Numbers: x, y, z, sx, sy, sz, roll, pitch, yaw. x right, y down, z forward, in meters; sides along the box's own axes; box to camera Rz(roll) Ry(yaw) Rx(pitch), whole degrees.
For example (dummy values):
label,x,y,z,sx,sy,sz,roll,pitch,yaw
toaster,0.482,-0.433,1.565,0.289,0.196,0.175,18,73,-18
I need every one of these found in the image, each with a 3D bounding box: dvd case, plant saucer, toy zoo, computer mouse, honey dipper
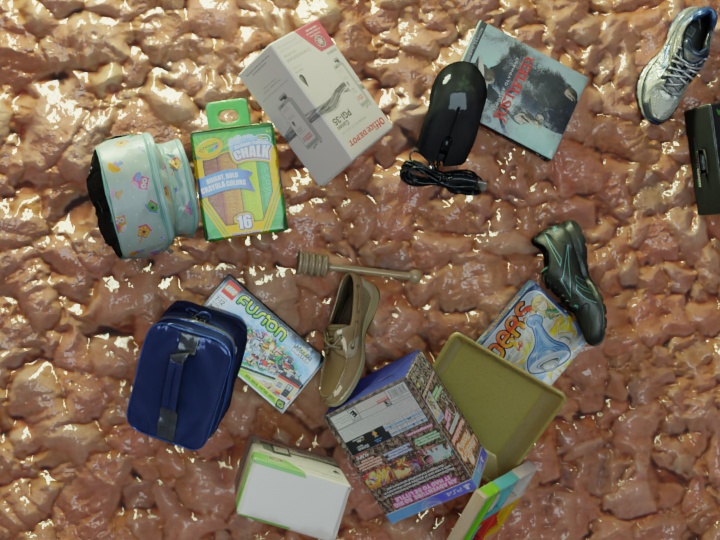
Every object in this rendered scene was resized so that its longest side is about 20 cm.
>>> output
label,x,y,z,sx,sy,sz,roll,pitch,yaw
dvd case,0.244,-0.282,1.505,0.198,0.022,0.148,26,89,-6
plant saucer,0.183,0.206,1.468,0.198,0.049,0.201,30,117,-1
toy zoo,0.203,0.362,1.457,0.020,0.199,0.132,38,116,27
computer mouse,0.144,-0.219,1.463,0.136,0.053,0.203,11,100,-4
honey dipper,0.000,0.000,1.477,0.197,0.038,0.039,7,92,-9

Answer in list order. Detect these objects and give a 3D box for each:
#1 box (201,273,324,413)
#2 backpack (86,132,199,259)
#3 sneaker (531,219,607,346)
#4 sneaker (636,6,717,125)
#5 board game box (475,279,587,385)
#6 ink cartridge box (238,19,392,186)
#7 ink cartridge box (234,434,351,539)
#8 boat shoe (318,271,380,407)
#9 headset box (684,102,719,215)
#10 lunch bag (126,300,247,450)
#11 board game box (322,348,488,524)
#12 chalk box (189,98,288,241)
label,x,y,z,sx,sy,sz,roll,pitch,yaw
box,-0.161,0.111,1.460,0.200,0.035,0.110,41,87,-7
backpack,-0.307,-0.106,1.347,0.151,0.200,0.179,-11,93,-7
sneaker,0.328,0.025,1.500,0.078,0.075,0.203,-14,78,-6
sneaker,0.502,-0.329,1.506,0.076,0.085,0.202,22,90,-8
board game box,0.253,0.135,1.517,0.135,0.034,0.200,41,87,-7
ink cartridge box,-0.061,-0.246,1.398,0.082,0.147,0.201,-32,98,38
ink cartridge box,-0.104,0.312,1.394,0.144,0.200,0.085,18,88,-8
boat shoe,-0.030,0.102,1.432,0.064,0.071,0.203,34,62,-42
headset box,0.625,-0.187,1.525,0.197,0.093,0.177,-8,93,-7
lunch bag,-0.247,0.146,1.373,0.134,0.132,0.203,16,108,0
board game box,0.069,0.249,1.430,0.158,0.097,0.201,-28,100,25
chalk box,-0.181,-0.150,1.401,0.123,0.124,0.203,-9,94,-7
